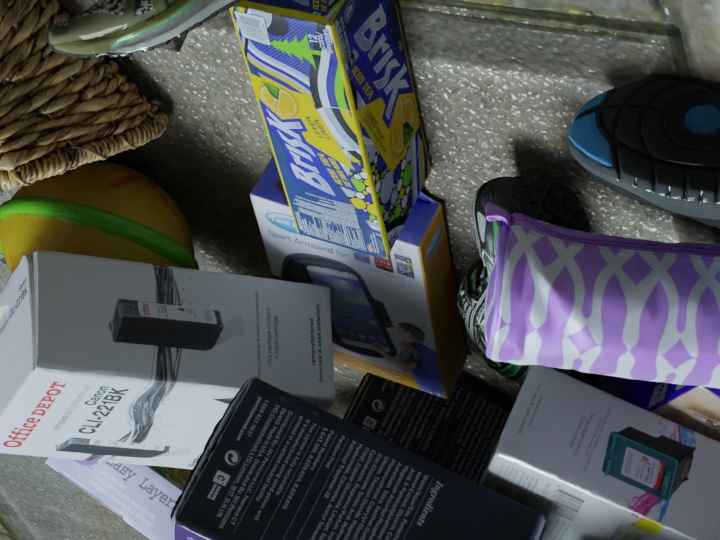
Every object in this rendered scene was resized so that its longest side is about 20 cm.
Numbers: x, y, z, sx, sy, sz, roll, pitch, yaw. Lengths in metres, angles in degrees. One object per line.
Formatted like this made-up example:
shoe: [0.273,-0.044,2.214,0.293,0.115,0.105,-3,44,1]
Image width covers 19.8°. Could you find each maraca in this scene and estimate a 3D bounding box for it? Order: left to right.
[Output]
maraca: [-0.186,-0.016,1.396,0.137,0.108,0.200,28,163,-26]

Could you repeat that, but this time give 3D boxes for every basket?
basket: [-0.247,-0.080,1.307,0.199,0.143,0.149,-7,135,47]

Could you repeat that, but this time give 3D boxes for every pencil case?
pencil case: [0.162,0.017,1.105,0.198,0.084,0.086,4,115,0]

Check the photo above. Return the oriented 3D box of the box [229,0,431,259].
box: [-0.013,-0.098,1.146,0.064,0.070,0.201,15,148,20]

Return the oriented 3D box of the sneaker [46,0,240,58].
sneaker: [-0.077,-0.176,1.021,0.089,0.199,0.077,59,-173,-11]

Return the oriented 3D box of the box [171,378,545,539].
box: [-0.003,0.174,1.248,0.199,0.105,0.148,24,154,10]

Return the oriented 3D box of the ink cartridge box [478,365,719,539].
ink cartridge box: [0.173,0.142,1.234,0.199,0.068,0.116,24,154,5]

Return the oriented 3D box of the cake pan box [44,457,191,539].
cake pan box: [-0.143,0.140,1.549,0.200,0.052,0.184,37,-167,-13]

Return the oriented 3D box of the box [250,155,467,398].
box: [0.000,0.000,1.324,0.118,0.042,0.200,17,151,20]

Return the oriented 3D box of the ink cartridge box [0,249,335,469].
ink cartridge box: [-0.134,0.062,1.320,0.199,0.084,0.144,8,152,-22]

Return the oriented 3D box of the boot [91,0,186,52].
boot: [-0.160,-0.170,1.065,0.064,0.187,0.200,-31,115,32]

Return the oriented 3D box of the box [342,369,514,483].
box: [0.072,0.161,1.448,0.199,0.105,0.148,27,151,4]

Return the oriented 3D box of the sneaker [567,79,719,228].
sneaker: [0.200,-0.037,1.054,0.199,0.073,0.082,18,151,21]

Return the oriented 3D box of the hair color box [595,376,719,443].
hair color box: [0.209,0.104,1.279,0.109,0.065,0.200,33,149,-9]

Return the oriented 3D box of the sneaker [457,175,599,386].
sneaker: [0.089,0.015,1.228,0.085,0.078,0.201,16,149,24]
